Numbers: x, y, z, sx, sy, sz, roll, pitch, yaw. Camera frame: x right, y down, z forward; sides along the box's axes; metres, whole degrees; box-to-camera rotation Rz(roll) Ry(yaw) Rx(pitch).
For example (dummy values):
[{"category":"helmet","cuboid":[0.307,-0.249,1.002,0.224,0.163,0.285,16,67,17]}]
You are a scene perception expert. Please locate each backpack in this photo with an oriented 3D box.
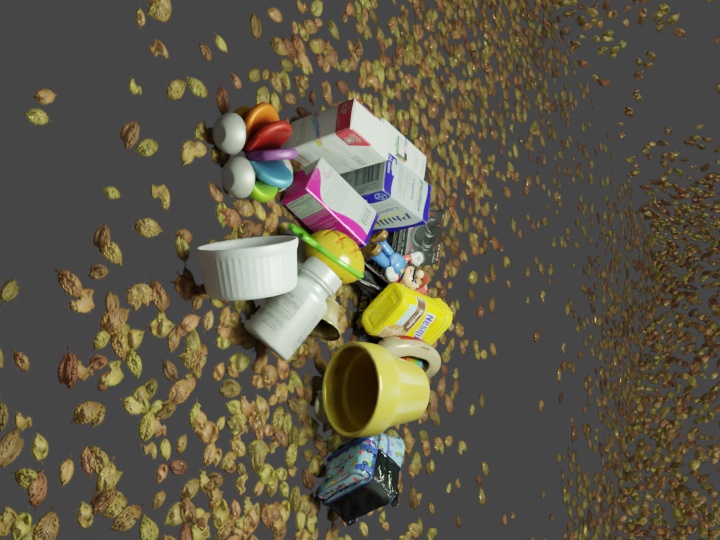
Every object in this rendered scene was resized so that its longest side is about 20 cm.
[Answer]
[{"category":"backpack","cuboid":[0.008,0.441,1.672,0.134,0.182,0.201,44,35,-18]}]

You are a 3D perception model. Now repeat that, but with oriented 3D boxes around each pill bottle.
[{"category":"pill bottle","cuboid":[-0.133,0.075,1.533,0.201,0.114,0.114,-51,127,-11]}]

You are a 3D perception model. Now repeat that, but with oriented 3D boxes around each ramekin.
[{"category":"ramekin","cuboid":[-0.215,-0.006,1.437,0.199,0.198,0.100,-15,103,-52]}]

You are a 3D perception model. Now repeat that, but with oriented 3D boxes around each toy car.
[{"category":"toy car","cuboid":[-0.198,-0.247,1.532,0.174,0.148,0.204,-15,96,-53]}]

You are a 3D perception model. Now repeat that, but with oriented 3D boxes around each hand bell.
[{"category":"hand bell","cuboid":[-0.062,0.047,1.693,0.104,0.103,0.202,46,52,-38]}]

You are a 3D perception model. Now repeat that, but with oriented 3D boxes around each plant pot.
[{"category":"plant pot","cuboid":[0.046,0.266,1.636,0.187,0.199,0.204,11,75,-39]}]

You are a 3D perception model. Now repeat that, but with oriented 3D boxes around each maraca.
[{"category":"maraca","cuboid":[-0.074,-0.042,1.633,0.199,0.137,0.108,34,90,-17]}]

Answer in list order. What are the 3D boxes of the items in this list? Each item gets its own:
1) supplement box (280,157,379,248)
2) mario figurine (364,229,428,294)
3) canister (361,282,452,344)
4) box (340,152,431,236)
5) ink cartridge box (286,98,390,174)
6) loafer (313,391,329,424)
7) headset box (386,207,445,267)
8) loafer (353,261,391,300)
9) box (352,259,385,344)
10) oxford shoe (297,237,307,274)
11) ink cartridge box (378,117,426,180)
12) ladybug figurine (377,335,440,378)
[{"category":"supplement box","cuboid":[-0.068,-0.143,1.696,0.200,0.103,0.102,44,51,-26]},{"category":"mario figurine","cuboid":[0.108,-0.014,1.847,0.124,0.106,0.200,-49,116,-8]},{"category":"canister","cuboid":[0.113,0.117,1.815,0.199,0.149,0.087,23,26,-46]},{"category":"box","cuboid":[0.046,-0.180,1.814,0.199,0.182,0.107,28,60,-46]},{"category":"ink cartridge box","cuboid":[-0.050,-0.297,1.694,0.147,0.198,0.087,31,59,-46]},{"category":"loafer","cuboid":[-0.031,0.329,1.720,0.199,0.068,0.077,30,61,-47]},{"category":"headset box","cuboid":[0.138,-0.089,1.977,0.199,0.076,0.151,-8,108,-54]},{"category":"loafer","cuboid":[0.000,0.000,1.784,0.199,0.063,0.073,38,58,-22]},{"category":"box","cuboid":[0.060,0.095,1.898,0.159,0.049,0.203,36,57,-42]},{"category":"oxford shoe","cuboid":[-0.131,0.016,1.652,0.075,0.057,0.203,37,53,-38]},{"category":"ink cartridge box","cuboid":[0.052,-0.286,1.873,0.199,0.143,0.085,32,60,-46]},{"category":"ladybug figurine","cuboid":[0.108,0.210,1.780,0.198,0.136,0.072,21,31,-36]}]
